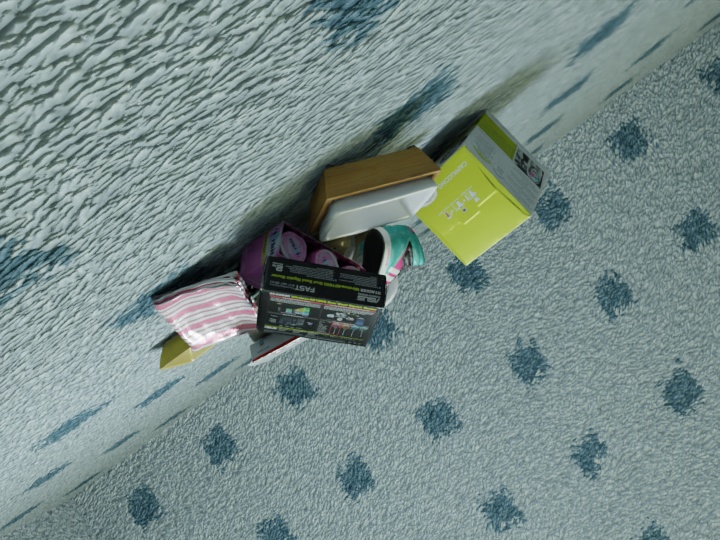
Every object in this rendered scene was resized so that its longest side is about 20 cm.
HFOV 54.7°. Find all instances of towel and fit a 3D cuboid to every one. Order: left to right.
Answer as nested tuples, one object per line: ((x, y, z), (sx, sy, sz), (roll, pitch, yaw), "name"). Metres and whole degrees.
((-0.247, 0.077, 1.169), (0.144, 0.030, 0.201), (-17, 150, -2), "towel")

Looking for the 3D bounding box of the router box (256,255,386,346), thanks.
((-0.068, 0.054, 1.131), (0.196, 0.063, 0.150), (9, 149, -8), "router box")

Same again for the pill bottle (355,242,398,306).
((0.000, 0.000, 1.405), (0.110, 0.112, 0.200), (-35, -158, -2), "pill bottle")

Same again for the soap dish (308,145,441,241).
((0.015, -0.125, 1.136), (0.197, 0.082, 0.157), (-16, 168, -18), "soap dish")

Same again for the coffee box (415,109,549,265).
((0.246, -0.176, 1.479), (0.199, 0.200, 0.198), (-41, -172, 40), "coffee box")

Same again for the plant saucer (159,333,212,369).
((-0.342, 0.136, 1.539), (0.199, 0.049, 0.200), (-35, 175, 2), "plant saucer")

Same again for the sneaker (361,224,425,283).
((0.055, -0.007, 1.261), (0.119, 0.084, 0.202), (-17, 143, -31), "sneaker")

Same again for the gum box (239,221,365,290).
((-0.093, 0.008, 1.186), (0.199, 0.067, 0.113), (30, 140, -35), "gum box")

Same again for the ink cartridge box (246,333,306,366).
((-0.140, 0.124, 1.326), (0.158, 0.048, 0.200), (-28, 174, 0), "ink cartridge box")

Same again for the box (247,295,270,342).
((-0.143, 0.061, 1.382), (0.198, 0.069, 0.082), (-28, 166, -10), "box")

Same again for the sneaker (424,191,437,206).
((0.049, -0.166, 1.289), (0.198, 0.080, 0.079), (3, 141, -39), "sneaker")

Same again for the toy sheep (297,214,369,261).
((-0.063, -0.048, 1.294), (0.137, 0.139, 0.200), (-33, -179, -18), "toy sheep")

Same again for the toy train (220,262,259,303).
((-0.230, 0.039, 1.268), (0.199, 0.086, 0.114), (-39, -177, 33), "toy train")
